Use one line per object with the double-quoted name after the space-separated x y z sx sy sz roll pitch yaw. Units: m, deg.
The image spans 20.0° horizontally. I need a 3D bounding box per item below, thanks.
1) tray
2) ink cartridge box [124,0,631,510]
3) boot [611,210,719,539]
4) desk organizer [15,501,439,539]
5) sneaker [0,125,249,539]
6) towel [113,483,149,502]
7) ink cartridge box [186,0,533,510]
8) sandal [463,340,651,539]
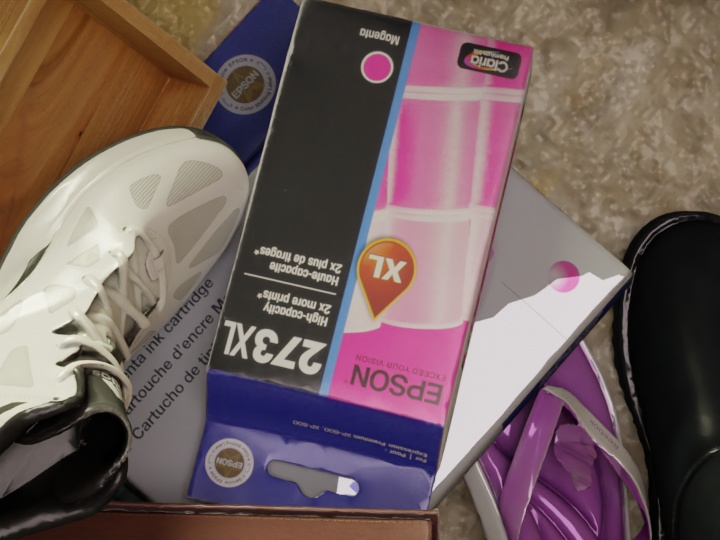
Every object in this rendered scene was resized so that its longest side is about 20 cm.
-0.139 -0.014 0.783 0.099 0.037 0.200 37 77 -42 "tray"
-0.028 0.011 0.823 0.200 0.043 0.196 40 85 8 "ink cartridge box"
0.161 0.074 0.810 0.076 0.168 0.201 -3 90 -9 "boot"
-0.072 0.134 0.738 0.199 0.077 0.072 1 117 4 "desk organizer"
-0.091 0.031 0.730 0.200 0.115 0.076 -44 128 -22 "sneaker"
-0.204 0.095 0.836 0.200 0.022 0.147 40 85 -6 "towel"
0.000 0.000 0.787 0.094 0.037 0.201 13 81 6 "ink cartridge box"
0.088 0.097 0.838 0.082 0.050 0.203 -3 75 -31 "sandal"
